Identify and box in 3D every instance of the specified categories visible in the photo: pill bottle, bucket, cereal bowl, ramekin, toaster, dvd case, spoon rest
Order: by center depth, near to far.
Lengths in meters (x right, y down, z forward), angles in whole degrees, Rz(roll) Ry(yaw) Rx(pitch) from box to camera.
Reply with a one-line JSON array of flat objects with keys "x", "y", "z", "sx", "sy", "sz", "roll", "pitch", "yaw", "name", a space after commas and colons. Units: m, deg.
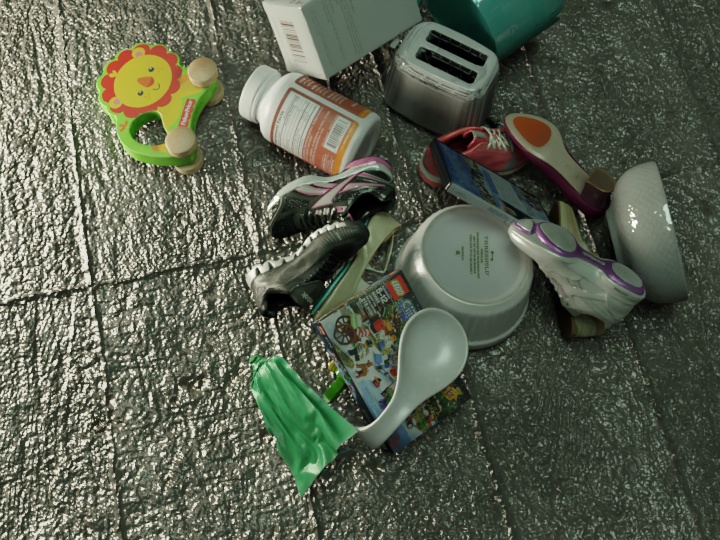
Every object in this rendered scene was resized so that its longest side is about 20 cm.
[{"x": 0.067, "y": 0.139, "z": 1.224, "sx": 0.099, "sy": 0.061, "sz": 0.201, "roll": 39, "pitch": 75, "yaw": -13, "name": "spoon rest"}, {"x": 0.149, "y": 0.000, "z": 1.332, "sx": 0.199, "sy": 0.095, "sz": 0.205, "roll": 4, "pitch": 61, "yaw": -7, "name": "ramekin"}, {"x": 0.395, "y": -0.047, "z": 1.333, "sx": 0.082, "sy": 0.200, "sz": 0.203, "roll": -14, "pitch": 65, "yaw": 16, "name": "cereal bowl"}, {"x": 0.190, "y": -0.108, "z": 1.351, "sx": 0.198, "sy": 0.018, "sz": 0.143, "roll": 26, "pitch": 25, "yaw": -21, "name": "dvd case"}, {"x": -0.077, "y": -0.225, "z": 1.424, "sx": 0.198, "sy": 0.112, "sz": 0.113, "roll": 29, "pitch": 68, "yaw": 10, "name": "pill bottle"}, {"x": 0.131, "y": -0.286, "z": 1.452, "sx": 0.198, "sy": 0.130, "sz": 0.114, "roll": 29, "pitch": 68, "yaw": 10, "name": "toaster"}, {"x": 0.201, "y": -0.429, "z": 1.484, "sx": 0.134, "sy": 0.208, "sz": 0.208, "roll": -39, "pitch": 73, "yaw": -9, "name": "bucket"}]

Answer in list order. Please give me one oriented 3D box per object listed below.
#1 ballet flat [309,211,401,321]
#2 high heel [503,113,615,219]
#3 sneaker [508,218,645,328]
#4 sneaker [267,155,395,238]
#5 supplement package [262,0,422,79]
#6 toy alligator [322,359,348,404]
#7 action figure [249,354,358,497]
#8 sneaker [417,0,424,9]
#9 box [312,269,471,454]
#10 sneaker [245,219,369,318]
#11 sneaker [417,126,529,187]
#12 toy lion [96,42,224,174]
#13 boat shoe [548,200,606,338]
[{"x": 0.000, "y": 0.000, "z": 1.358, "sx": 0.069, "sy": 0.070, "sz": 0.201, "roll": 26, "pitch": 67, "yaw": 9, "name": "ballet flat"}, {"x": 0.287, "y": -0.151, "z": 1.422, "sx": 0.067, "sy": 0.096, "sz": 0.200, "roll": -40, "pitch": 71, "yaw": -19, "name": "high heel"}, {"x": 0.276, "y": 0.008, "z": 1.278, "sx": 0.199, "sy": 0.100, "sz": 0.075, "roll": 33, "pitch": 38, "yaw": 5, "name": "sneaker"}, {"x": -0.041, "y": -0.091, "z": 1.357, "sx": 0.198, "sy": 0.081, "sz": 0.087, "roll": -25, "pitch": 49, "yaw": 7, "name": "sneaker"}, {"x": -0.025, "y": -0.391, "z": 1.435, "sx": 0.199, "sy": 0.118, "sz": 0.117, "roll": -35, "pitch": 33, "yaw": -22, "name": "supplement package"}, {"x": 0.021, "y": 0.110, "z": 1.311, "sx": 0.199, "sy": 0.054, "sz": 0.059, "roll": -40, "pitch": 74, "yaw": -18, "name": "toy alligator"}, {"x": -0.090, "y": 0.183, "z": 1.264, "sx": 0.118, "sy": 0.055, "sz": 0.200, "roll": -47, "pitch": 60, "yaw": 11, "name": "action figure"}, {"x": 0.007, "y": -0.455, "z": 1.549, "sx": 0.197, "sy": 0.080, "sz": 0.078, "roll": 9, "pitch": 65, "yaw": 0, "name": "sneaker"}, {"x": 0.043, "y": 0.120, "z": 1.269, "sx": 0.136, "sy": 0.038, "sz": 0.202, "roll": -32, "pitch": 96, "yaw": -19, "name": "box"}, {"x": -0.068, "y": 0.006, "z": 1.306, "sx": 0.198, "sy": 0.066, "sz": 0.091, "roll": -28, "pitch": 50, "yaw": 18, "name": "sneaker"}, {"x": 0.186, "y": -0.182, "z": 1.432, "sx": 0.198, "sy": 0.087, "sz": 0.075, "roll": -16, "pitch": 68, "yaw": -10, "name": "sneaker"}, {"x": -0.317, "y": -0.257, "z": 1.460, "sx": 0.189, "sy": 0.069, "sz": 0.202, "roll": 8, "pitch": 66, "yaw": 8, "name": "toy lion"}, {"x": 0.311, "y": -0.003, "z": 1.370, "sx": 0.064, "sy": 0.072, "sz": 0.203, "roll": -3, "pitch": 72, "yaw": -9, "name": "boat shoe"}]
